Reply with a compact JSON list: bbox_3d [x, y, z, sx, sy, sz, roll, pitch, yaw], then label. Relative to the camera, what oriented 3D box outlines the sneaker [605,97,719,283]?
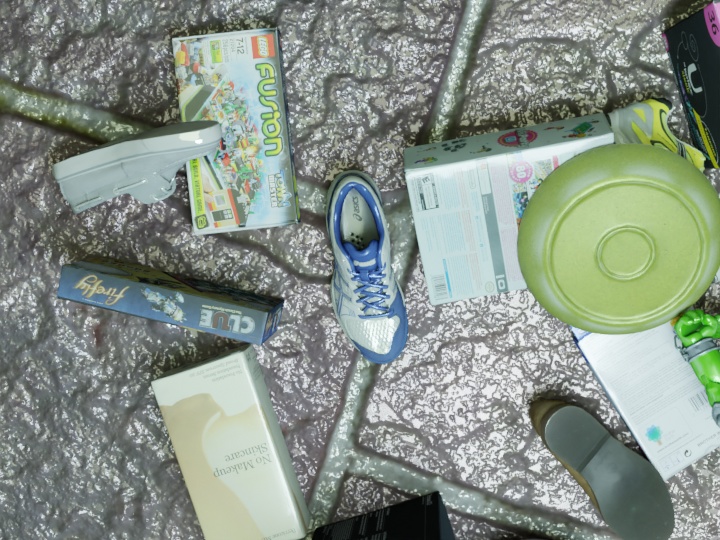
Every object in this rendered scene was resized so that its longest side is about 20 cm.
[{"bbox_3d":[0.315,-0.080,1.157,0.076,0.075,0.200,-29,93,6],"label":"sneaker"}]

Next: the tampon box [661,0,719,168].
[{"bbox_3d":[0.380,-0.183,1.084,0.126,0.200,0.150,-17,92,4],"label":"tampon box"}]

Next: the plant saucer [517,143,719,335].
[{"bbox_3d":[0.250,-0.021,1.112,0.199,0.031,0.200,1,114,2],"label":"plant saucer"}]

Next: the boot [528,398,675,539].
[{"bbox_3d":[0.246,0.202,1.188,0.074,0.075,0.200,-43,105,-6],"label":"boot"}]

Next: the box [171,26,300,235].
[{"bbox_3d":[-0.126,-0.142,1.195,0.110,0.035,0.200,-6,93,3],"label":"box"}]

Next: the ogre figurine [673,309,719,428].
[{"bbox_3d":[0.398,0.110,1.125,0.200,0.098,0.120,25,55,-31],"label":"ogre figurine"}]

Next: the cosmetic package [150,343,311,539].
[{"bbox_3d":[-0.131,0.187,1.198,0.105,0.071,0.200,-20,92,4],"label":"cosmetic package"}]

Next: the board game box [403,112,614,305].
[{"bbox_3d":[0.152,-0.060,1.149,0.200,0.064,0.148,-9,116,5],"label":"board game box"}]

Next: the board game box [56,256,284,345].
[{"bbox_3d":[-0.182,0.028,1.159,0.200,0.135,0.035,13,94,3],"label":"board game box"}]

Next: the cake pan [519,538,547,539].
[{"bbox_3d":[0.172,0.360,1.189,0.200,0.037,0.201,-2,104,-8],"label":"cake pan"}]

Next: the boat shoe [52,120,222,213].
[{"bbox_3d":[-0.219,-0.100,1.167,0.200,0.072,0.069,-13,105,20],"label":"boat shoe"}]

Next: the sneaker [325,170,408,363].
[{"bbox_3d":[0.000,0.000,1.172,0.075,0.088,0.200,-13,94,2],"label":"sneaker"}]

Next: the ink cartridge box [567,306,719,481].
[{"bbox_3d":[0.302,0.097,1.186,0.119,0.042,0.200,-32,95,3],"label":"ink cartridge box"}]

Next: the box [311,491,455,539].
[{"bbox_3d":[0.023,0.290,1.132,0.141,0.200,0.079,-20,91,4],"label":"box"}]
